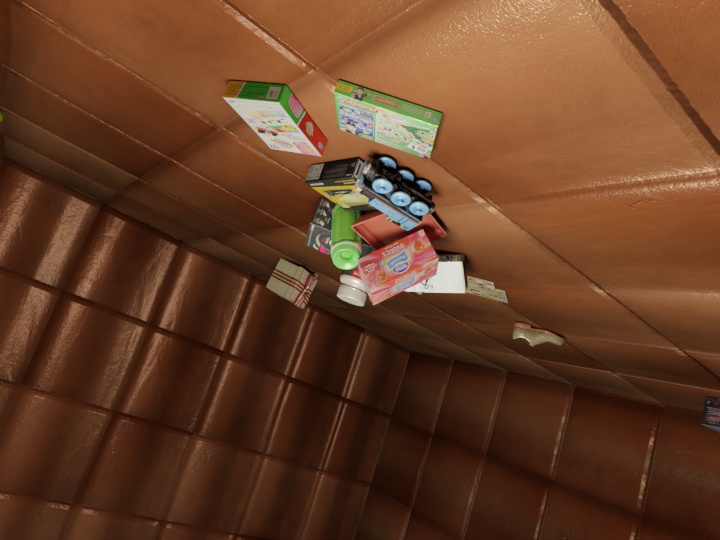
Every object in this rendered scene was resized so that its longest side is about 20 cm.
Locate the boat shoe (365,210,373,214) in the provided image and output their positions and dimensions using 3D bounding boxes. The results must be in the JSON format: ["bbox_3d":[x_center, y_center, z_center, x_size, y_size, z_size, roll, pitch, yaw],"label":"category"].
[{"bbox_3d":[0.100,-0.116,1.554,0.198,0.073,0.067,33,130,-26],"label":"boat shoe"}]

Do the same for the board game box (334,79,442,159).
[{"bbox_3d":[0.049,-0.277,1.025,0.194,0.030,0.135,20,167,5],"label":"board game box"}]

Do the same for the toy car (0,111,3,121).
[{"bbox_3d":[-1.355,-0.512,1.885,0.154,0.206,0.164,21,167,-8],"label":"toy car"}]

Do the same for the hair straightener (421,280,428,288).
[{"bbox_3d":[0.135,-0.018,1.612,0.040,0.077,0.201,-29,106,33],"label":"hair straightener"}]

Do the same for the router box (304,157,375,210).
[{"bbox_3d":[-0.021,-0.208,1.366,0.155,0.054,0.197,30,165,-37],"label":"router box"}]

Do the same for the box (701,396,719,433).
[{"bbox_3d":[1.464,0.581,2.143,0.130,0.118,0.199,25,167,-22],"label":"box"}]

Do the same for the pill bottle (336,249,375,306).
[{"bbox_3d":[0.000,0.000,1.755,0.111,0.206,0.114,18,168,4],"label":"pill bottle"}]

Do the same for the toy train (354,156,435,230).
[{"bbox_3d":[0.074,-0.172,1.238,0.196,0.089,0.113,26,148,-26],"label":"toy train"}]

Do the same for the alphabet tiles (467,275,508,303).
[{"bbox_3d":[0.421,0.062,1.895,0.163,0.008,0.200,15,167,24],"label":"alphabet tiles"}]

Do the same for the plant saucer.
[{"bbox_3d":[0.102,-0.117,1.438,0.195,0.038,0.199,-18,150,23],"label":"plant saucer"}]

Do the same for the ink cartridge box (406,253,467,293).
[{"bbox_3d":[0.222,0.008,1.674,0.194,0.051,0.112,1,122,23],"label":"ink cartridge box"}]

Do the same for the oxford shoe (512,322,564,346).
[{"bbox_3d":[0.693,0.267,2.155,0.195,0.077,0.071,15,166,21],"label":"oxford shoe"}]

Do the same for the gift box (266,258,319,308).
[{"bbox_3d":[-0.319,0.066,2.717,0.183,0.189,0.199,23,174,29],"label":"gift box"}]

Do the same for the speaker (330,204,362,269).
[{"bbox_3d":[-0.037,-0.102,1.486,0.085,0.204,0.090,0,136,0],"label":"speaker"}]

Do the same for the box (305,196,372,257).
[{"bbox_3d":[-0.052,-0.110,1.629,0.195,0.108,0.123,20,148,-2],"label":"box"}]

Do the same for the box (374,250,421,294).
[{"bbox_3d":[0.137,-0.022,1.714,0.196,0.118,0.060,26,-166,-28],"label":"box"}]

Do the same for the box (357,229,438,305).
[{"bbox_3d":[0.098,-0.007,1.439,0.103,0.195,0.096,81,163,-64],"label":"box"}]

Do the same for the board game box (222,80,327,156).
[{"bbox_3d":[-0.177,-0.320,1.173,0.149,0.041,0.200,14,166,26],"label":"board game box"}]
